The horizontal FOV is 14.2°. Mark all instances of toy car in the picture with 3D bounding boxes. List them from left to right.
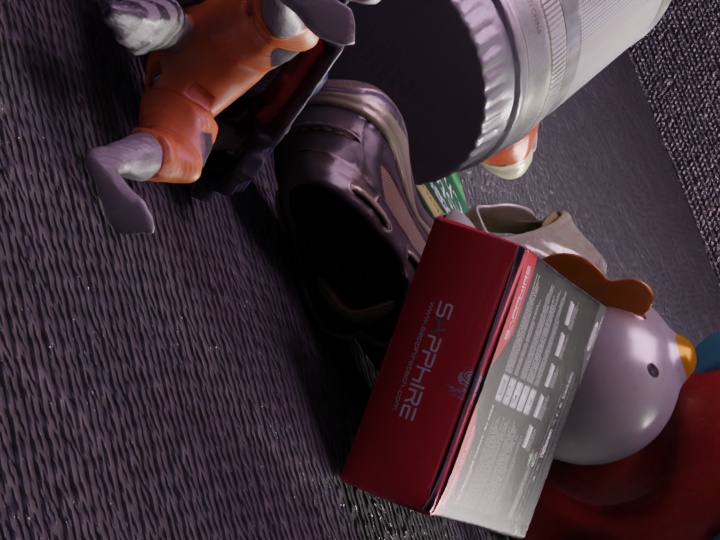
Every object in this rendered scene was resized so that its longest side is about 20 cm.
[{"bbox_3d":[0.144,0.068,1.504,0.185,0.176,0.200,-85,160,-48],"label":"toy car"}]

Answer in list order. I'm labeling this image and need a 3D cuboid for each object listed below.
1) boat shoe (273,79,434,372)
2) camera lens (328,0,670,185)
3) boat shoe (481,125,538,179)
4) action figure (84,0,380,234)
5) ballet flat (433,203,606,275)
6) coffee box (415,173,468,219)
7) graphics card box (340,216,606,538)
[{"bbox_3d":[0.000,0.000,1.347,0.200,0.074,0.073,63,35,-41],"label":"boat shoe"},{"bbox_3d":[0.061,-0.154,1.507,0.200,0.160,0.160,-40,108,-42],"label":"camera lens"},{"bbox_3d":[0.057,-0.138,1.665,0.063,0.071,0.200,67,1,-48],"label":"boat shoe"},{"bbox_3d":[-0.044,-0.115,1.136,0.104,0.200,0.194,31,15,-12],"label":"action figure"},{"bbox_3d":[0.058,-0.002,1.513,0.200,0.067,0.063,-4,64,-57],"label":"ballet flat"},{"bbox_3d":[0.022,-0.061,1.620,0.123,0.044,0.200,58,12,-34],"label":"coffee box"},{"bbox_3d":[0.056,0.054,1.328,0.200,0.051,0.126,26,83,-72],"label":"graphics card box"}]
